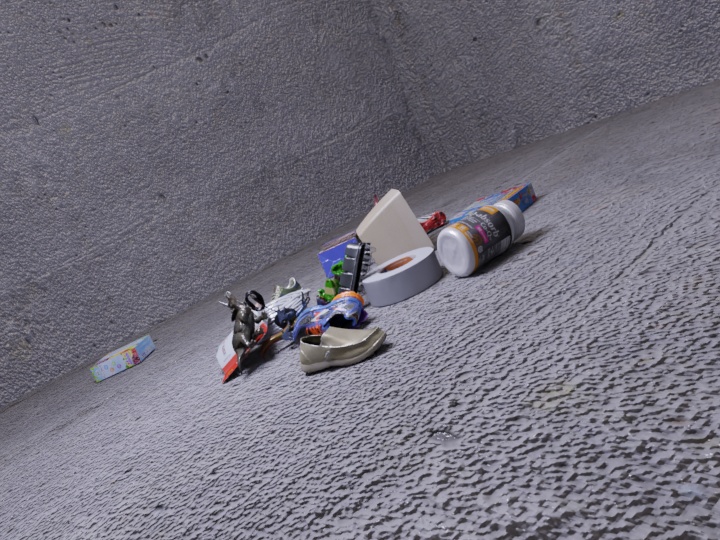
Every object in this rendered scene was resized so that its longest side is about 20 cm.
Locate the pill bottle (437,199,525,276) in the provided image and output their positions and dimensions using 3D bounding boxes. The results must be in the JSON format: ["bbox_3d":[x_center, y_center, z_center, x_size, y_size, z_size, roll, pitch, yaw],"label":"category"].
[{"bbox_3d":[0.278,-0.079,1.332,0.197,0.119,0.115,-30,11,-26],"label":"pill bottle"}]

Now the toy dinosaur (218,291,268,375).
[{"bbox_3d":[-0.271,0.144,1.367,0.075,0.207,0.101,5,-20,-40],"label":"toy dinosaur"}]

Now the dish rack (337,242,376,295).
[{"bbox_3d":[0.000,0.000,1.520,0.053,0.159,0.199,13,7,18],"label":"dish rack"}]

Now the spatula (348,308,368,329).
[{"bbox_3d":[-0.021,0.105,1.388,0.056,0.021,0.200,-44,9,-4],"label":"spatula"}]

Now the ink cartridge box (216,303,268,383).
[{"bbox_3d":[-0.300,0.177,1.455,0.163,0.050,0.200,-48,10,3],"label":"ink cartridge box"}]

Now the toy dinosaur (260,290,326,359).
[{"bbox_3d":[-0.151,0.121,1.463,0.197,0.107,0.181,-33,-12,16],"label":"toy dinosaur"}]

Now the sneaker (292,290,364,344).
[{"bbox_3d":[-0.079,0.119,1.318,0.197,0.075,0.080,-32,31,25],"label":"sneaker"}]

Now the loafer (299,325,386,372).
[{"bbox_3d":[-0.042,0.141,1.117,0.195,0.070,0.076,-21,10,23],"label":"loafer"}]

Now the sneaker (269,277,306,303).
[{"bbox_3d":[-0.259,0.094,1.839,0.066,0.092,0.198,-12,16,47],"label":"sneaker"}]

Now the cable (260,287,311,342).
[{"bbox_3d":[-0.240,0.134,1.650,0.196,0.071,0.200,-19,13,35],"label":"cable"}]

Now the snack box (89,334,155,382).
[{"bbox_3d":[-0.922,0.340,2.267,0.195,0.069,0.169,-23,10,4],"label":"snack box"}]

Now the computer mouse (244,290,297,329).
[{"bbox_3d":[-0.213,0.108,1.458,0.058,0.198,0.035,-40,41,18],"label":"computer mouse"}]

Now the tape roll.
[{"bbox_3d":[0.102,0.014,1.436,0.195,0.068,0.201,-24,11,5],"label":"tape roll"}]

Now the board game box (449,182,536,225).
[{"bbox_3d":[0.398,-0.182,1.751,0.193,0.057,0.198,-15,14,47],"label":"board game box"}]

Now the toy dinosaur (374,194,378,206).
[{"bbox_3d":[0.045,-0.118,1.987,0.180,0.201,0.106,-37,-12,-21],"label":"toy dinosaur"}]

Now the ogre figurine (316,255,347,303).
[{"bbox_3d":[-0.042,0.013,1.663,0.097,0.205,0.118,32,31,27],"label":"ogre figurine"}]

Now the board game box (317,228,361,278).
[{"bbox_3d":[-0.062,-0.065,2.157,0.155,0.099,0.200,-23,10,8],"label":"board game box"}]

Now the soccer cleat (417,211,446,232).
[{"bbox_3d":[0.213,-0.155,2.064,0.195,0.070,0.085,-24,1,-14],"label":"soccer cleat"}]

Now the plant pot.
[{"bbox_3d":[0.093,-0.111,1.795,0.175,0.202,0.200,-36,9,3],"label":"plant pot"}]
